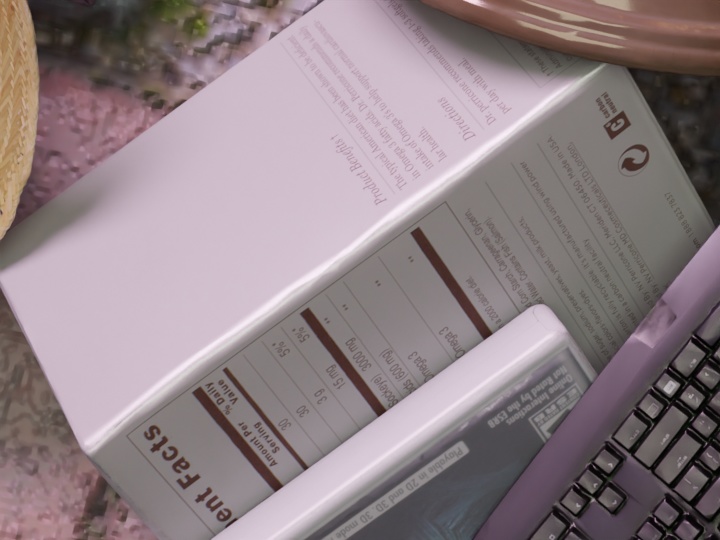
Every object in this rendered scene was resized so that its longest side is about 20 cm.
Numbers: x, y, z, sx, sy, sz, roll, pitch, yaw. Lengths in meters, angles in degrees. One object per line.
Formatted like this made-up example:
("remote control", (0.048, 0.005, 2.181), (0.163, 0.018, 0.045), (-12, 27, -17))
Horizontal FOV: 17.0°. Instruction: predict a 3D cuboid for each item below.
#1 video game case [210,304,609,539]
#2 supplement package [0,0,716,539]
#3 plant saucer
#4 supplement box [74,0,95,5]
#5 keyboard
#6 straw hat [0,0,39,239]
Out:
("video game case", (0.020, 0.128, 0.791), (0.200, 0.023, 0.182), (-36, 130, 0))
("supplement package", (0.000, 0.000, 0.786), (0.200, 0.117, 0.117), (-36, 131, 1))
("plant saucer", (0.077, -0.121, 0.776), (0.200, 0.200, 0.030), (15, 120, 2))
("supplement box", (-0.171, -0.180, 0.847), (0.200, 0.061, 0.109), (20, 90, 3))
("keyboard", (0.133, 0.054, 0.716), (0.127, 0.021, 0.200), (39, 102, 12))
("straw hat", (-0.177, -0.090, 0.789), (0.201, 0.085, 0.201), (9, 123, 14))
